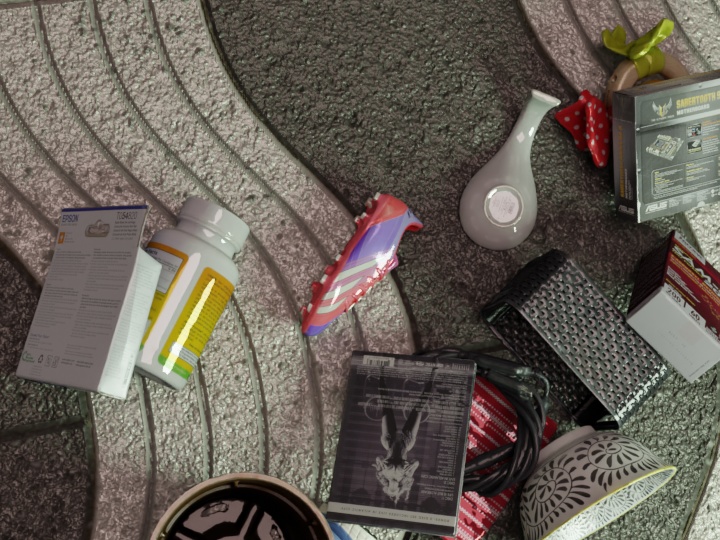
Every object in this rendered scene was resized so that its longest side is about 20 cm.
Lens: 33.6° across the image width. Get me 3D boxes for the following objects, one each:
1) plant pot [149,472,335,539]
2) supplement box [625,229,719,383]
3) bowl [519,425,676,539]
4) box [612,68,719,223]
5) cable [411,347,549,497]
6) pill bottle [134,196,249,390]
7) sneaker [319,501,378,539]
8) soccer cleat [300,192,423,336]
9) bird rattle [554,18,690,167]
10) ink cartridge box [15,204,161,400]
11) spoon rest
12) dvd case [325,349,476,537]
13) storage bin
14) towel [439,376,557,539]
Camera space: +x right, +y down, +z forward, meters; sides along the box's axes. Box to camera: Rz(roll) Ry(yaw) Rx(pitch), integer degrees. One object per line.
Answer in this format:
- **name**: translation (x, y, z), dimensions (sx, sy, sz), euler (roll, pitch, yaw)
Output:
- **plant pot**: translation (-0.134, 0.316, 1.274), dimensions (0.198, 0.198, 0.203), euler (2, 81, -11)
- **supplement box**: translation (0.383, 0.038, 1.422), dimensions (0.109, 0.200, 0.061), euler (43, 118, -3)
- **bowl**: translation (0.254, 0.242, 1.378), dimensions (0.199, 0.201, 0.095), euler (-26, 67, -13)
- **box**: translation (0.407, -0.159, 1.482), dimensions (0.198, 0.048, 0.160), euler (-15, 110, -21)
- **cable**: translation (0.116, 0.173, 1.393), dimensions (0.198, 0.051, 0.165), euler (12, 80, 14)
- **pill bottle**: translation (-0.206, 0.023, 1.351), dimensions (0.110, 0.111, 0.201), euler (28, 77, -5)
- **sneaker**: translation (0.013, 0.358, 1.366), dimensions (0.199, 0.079, 0.089), euler (39, 84, 6)
- **soccer cleat**: translation (0.000, 0.000, 1.420), dimensions (0.076, 0.067, 0.201), euler (34, 74, -9)
- **bird rattle**: translation (0.353, -0.214, 1.504), dimensions (0.162, 0.112, 0.202), euler (26, 80, -22)
- **ink cartridge box**: translation (-0.290, 0.031, 1.297), dimensions (0.040, 0.199, 0.202), euler (21, 78, -39)
- **spoon rest**: translation (0.190, -0.122, 1.485), dimensions (0.099, 0.061, 0.202), euler (22, 91, -5)
- **dvd case**: translation (0.048, 0.193, 1.355), dimensions (0.147, 0.016, 0.202), euler (4, 68, 13)
- **storage bin**: translation (0.251, 0.085, 1.414), dimensions (0.094, 0.135, 0.200), euler (-42, 90, -13)
- **towel**: translation (0.130, 0.219, 1.430), dimensions (0.144, 0.022, 0.201), euler (39, 77, -2)
